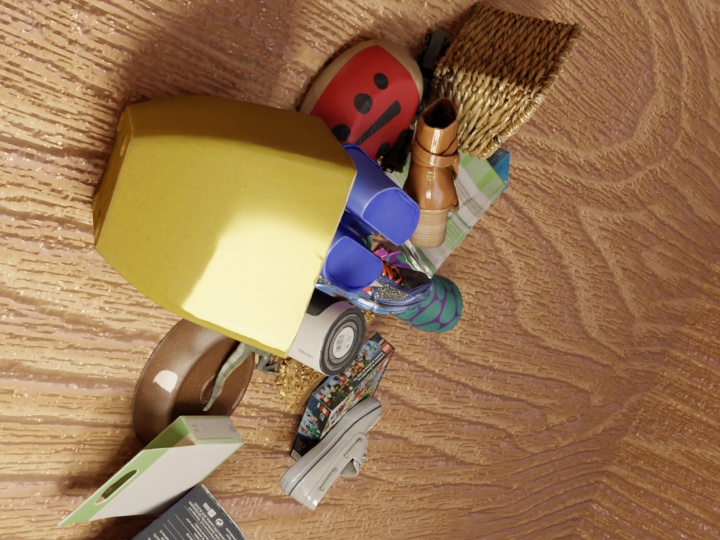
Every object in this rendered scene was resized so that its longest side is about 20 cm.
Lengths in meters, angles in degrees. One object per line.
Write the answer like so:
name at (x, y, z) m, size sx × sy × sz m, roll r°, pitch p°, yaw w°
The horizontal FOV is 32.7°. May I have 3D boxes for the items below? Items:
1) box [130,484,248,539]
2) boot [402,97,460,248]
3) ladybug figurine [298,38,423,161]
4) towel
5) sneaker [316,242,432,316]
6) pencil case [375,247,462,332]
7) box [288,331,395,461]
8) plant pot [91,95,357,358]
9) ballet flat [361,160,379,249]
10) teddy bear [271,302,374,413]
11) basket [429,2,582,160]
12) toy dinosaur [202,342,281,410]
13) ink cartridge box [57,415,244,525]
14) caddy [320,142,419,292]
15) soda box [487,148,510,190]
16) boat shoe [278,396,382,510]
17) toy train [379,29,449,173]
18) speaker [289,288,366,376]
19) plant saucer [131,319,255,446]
box at (-0.247, 0.369, 1.449) m, size 0.200 × 0.104 × 0.148 m, roll -36°, pitch 172°, yaw -39°
boot at (0.091, -0.136, 1.486) m, size 0.200 × 0.073 × 0.156 m, roll -90°, pitch -178°, yaw -62°
ladybug figurine at (0.004, -0.183, 1.424) m, size 0.200 × 0.072 × 0.136 m, roll -47°, pitch 135°, yaw -21°
towel at (0.104, -0.106, 1.641) m, size 0.200 × 0.031 × 0.150 m, roll -47°, pitch 112°, yaw -29°
sneaker at (0.000, 0.000, 1.508) m, size 0.199 × 0.076 × 0.079 m, roll 10°, pitch 120°, yaw -21°
pencil case at (0.079, 0.031, 1.756) m, size 0.085 × 0.093 × 0.200 m, roll -28°, pitch 159°, yaw 14°
box at (-0.027, 0.185, 1.708) m, size 0.136 × 0.038 × 0.200 m, roll -42°, pitch 165°, yaw -31°
plant pot at (-0.144, -0.063, 1.163) m, size 0.199 × 0.196 × 0.195 m, roll 16°, pitch 106°, yaw -18°
ballet flat at (-0.007, -0.065, 1.551) m, size 0.070 × 0.067 × 0.201 m, roll -54°, pitch 159°, yaw -50°
teddy bear at (-0.051, 0.099, 1.635) m, size 0.200 × 0.067 × 0.145 m, roll -48°, pitch 168°, yaw -24°
basket at (0.185, -0.228, 1.574) m, size 0.200 × 0.148 × 0.143 m, roll -59°, pitch 159°, yaw -46°
toy dinosaur at (-0.115, 0.082, 1.452) m, size 0.201 × 0.047 × 0.088 m, roll -57°, pitch 152°, yaw 4°
ink cartridge box at (-0.240, 0.223, 1.386) m, size 0.145 × 0.048 × 0.200 m, roll -41°, pitch 157°, yaw 17°
caddy at (-0.021, -0.062, 1.376) m, size 0.142 × 0.105 × 0.200 m, roll -50°, pitch 158°, yaw 2°
soda box at (0.129, -0.105, 1.735) m, size 0.200 × 0.064 × 0.068 m, roll -41°, pitch 146°, yaw -33°
boat shoe at (-0.026, 0.253, 1.671) m, size 0.200 × 0.067 × 0.074 m, roll -40°, pitch 165°, yaw -34°
toy train at (0.067, -0.207, 1.529) m, size 0.046 × 0.034 × 0.201 m, roll 84°, pitch 26°, yaw -71°
speaker at (-0.095, 0.042, 1.354) m, size 0.081 × 0.199 × 0.082 m, roll -35°, pitch 137°, yaw -39°
plant saucer at (-0.187, 0.134, 1.462) m, size 0.200 × 0.037 × 0.201 m, roll -39°, pitch 144°, yaw -35°
